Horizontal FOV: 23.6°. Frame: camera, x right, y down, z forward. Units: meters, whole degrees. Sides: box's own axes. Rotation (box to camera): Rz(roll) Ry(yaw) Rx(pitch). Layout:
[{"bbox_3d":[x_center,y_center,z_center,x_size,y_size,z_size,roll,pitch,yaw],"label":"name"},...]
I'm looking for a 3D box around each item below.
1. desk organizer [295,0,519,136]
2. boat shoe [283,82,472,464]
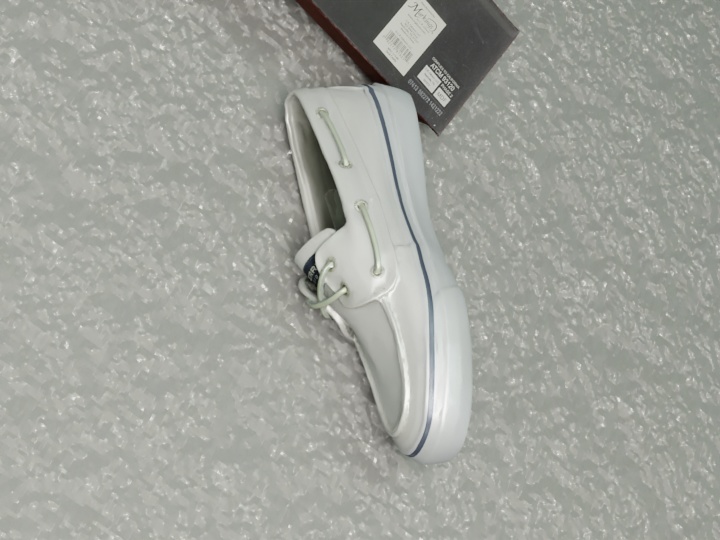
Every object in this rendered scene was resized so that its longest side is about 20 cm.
[{"bbox_3d":[-0.018,-0.163,0.873,0.200,0.077,0.072,43,80,-32],"label":"desk organizer"},{"bbox_3d":[0.000,0.000,0.819,0.067,0.074,0.200,2,56,-21],"label":"boat shoe"}]
